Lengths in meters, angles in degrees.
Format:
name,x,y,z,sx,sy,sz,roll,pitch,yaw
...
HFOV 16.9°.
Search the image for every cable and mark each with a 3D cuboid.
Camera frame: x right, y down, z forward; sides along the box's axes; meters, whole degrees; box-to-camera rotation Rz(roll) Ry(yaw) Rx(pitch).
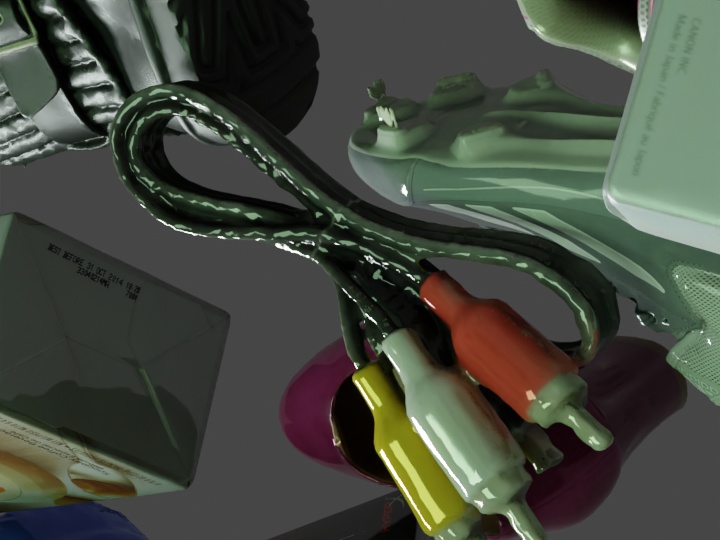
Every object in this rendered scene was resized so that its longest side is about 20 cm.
name,x,y,z,sx,sy,sz,roll,pitch,yaw
cable,0.000,0.000,0.749,0.200,0.050,0.097,43,122,12

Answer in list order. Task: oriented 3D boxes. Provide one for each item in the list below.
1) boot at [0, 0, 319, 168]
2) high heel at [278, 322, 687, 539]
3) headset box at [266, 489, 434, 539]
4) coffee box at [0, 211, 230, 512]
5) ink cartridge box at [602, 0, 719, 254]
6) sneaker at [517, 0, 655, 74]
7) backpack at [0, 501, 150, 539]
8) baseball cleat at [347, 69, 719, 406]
name,x,y,z,sx,sy,sz,roll,pitch,yaw
boot,-0.110,-0.133,0.837,0.158,0.079,0.212,4,114,42
high heel,0.015,0.060,0.853,0.200,0.096,0.068,-14,106,50
headset box,-0.057,0.168,0.891,0.199,0.149,0.077,-20,103,9
coffee box,-0.165,0.045,1.000,0.114,0.080,0.200,28,154,-36
ink cartridge box,0.172,-0.064,0.563,0.199,0.057,0.163,16,89,12
sneaker,0.121,-0.075,0.649,0.200,0.088,0.082,9,122,44
backpack,-0.126,0.209,1.067,0.168,0.162,0.201,27,124,34
baseball cleat,0.079,-0.009,0.758,0.200,0.070,0.107,8,121,45
